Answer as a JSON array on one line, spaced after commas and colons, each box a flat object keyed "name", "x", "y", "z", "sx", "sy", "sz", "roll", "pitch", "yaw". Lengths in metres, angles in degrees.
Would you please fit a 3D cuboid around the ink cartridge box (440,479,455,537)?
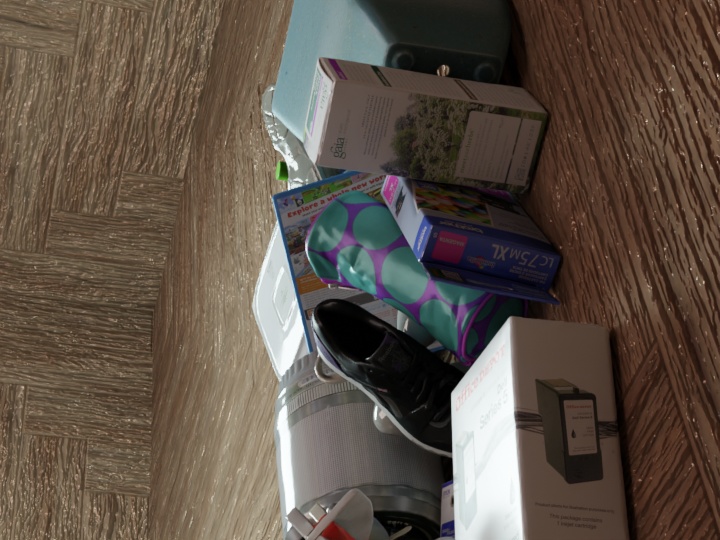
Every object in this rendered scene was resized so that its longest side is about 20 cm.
[{"name": "ink cartridge box", "x": 0.095, "y": 0.278, "z": 1.252, "sx": 0.095, "sy": 0.037, "sz": 0.201, "roll": 135, "pitch": 138, "yaw": -67}]

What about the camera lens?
[{"name": "camera lens", "x": -0.001, "y": 0.191, "z": 1.405, "sx": 0.160, "sy": 0.159, "sz": 0.201, "roll": 114, "pitch": 155, "yaw": -48}]

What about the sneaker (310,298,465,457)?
[{"name": "sneaker", "x": 0.038, "y": 0.094, "z": 1.250, "sx": 0.076, "sy": 0.200, "sz": 0.088, "roll": -56, "pitch": -16, "yaw": -10}]

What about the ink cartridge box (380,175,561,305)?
[{"name": "ink cartridge box", "x": 0.095, "y": -0.034, "z": 1.243, "sx": 0.200, "sy": 0.119, "sz": 0.042, "roll": -111, "pitch": 37, "yaw": -64}]

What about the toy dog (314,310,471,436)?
[{"name": "toy dog", "x": 0.063, "y": 0.061, "z": 1.361, "sx": 0.132, "sy": 0.096, "sz": 0.200, "roll": 30, "pitch": 82, "yaw": 36}]

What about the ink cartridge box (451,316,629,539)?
[{"name": "ink cartridge box", "x": 0.129, "y": 0.155, "z": 1.078, "sx": 0.146, "sy": 0.084, "sz": 0.201, "roll": 119, "pitch": 154, "yaw": -57}]

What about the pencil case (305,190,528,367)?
[{"name": "pencil case", "x": 0.048, "y": 0.008, "z": 1.283, "sx": 0.200, "sy": 0.085, "sz": 0.093, "roll": 30, "pitch": 102, "yaw": 34}]

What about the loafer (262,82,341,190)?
[{"name": "loafer", "x": -0.044, "y": -0.108, "z": 1.549, "sx": 0.072, "sy": 0.063, "sz": 0.201, "roll": -28, "pitch": 78, "yaw": 53}]

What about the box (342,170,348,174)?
[{"name": "box", "x": -0.016, "y": -0.015, "z": 1.592, "sx": 0.200, "sy": 0.041, "sz": 0.157, "roll": 139, "pitch": 129, "yaw": -59}]

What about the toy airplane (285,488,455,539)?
[{"name": "toy airplane", "x": 0.027, "y": 0.253, "z": 1.188, "sx": 0.200, "sy": 0.141, "sz": 0.199, "roll": 57, "pitch": 163, "yaw": 17}]

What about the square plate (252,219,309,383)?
[{"name": "square plate", "x": -0.076, "y": 0.032, "z": 1.638, "sx": 0.198, "sy": 0.028, "sz": 0.200, "roll": -116, "pitch": 36, "yaw": -45}]

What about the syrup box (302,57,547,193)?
[{"name": "syrup box", "x": 0.055, "y": -0.128, "z": 1.287, "sx": 0.081, "sy": 0.199, "sz": 0.079, "roll": -113, "pitch": 33, "yaw": -64}]

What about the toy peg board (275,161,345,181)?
[{"name": "toy peg board", "x": -0.042, "y": -0.168, "z": 1.916, "sx": 0.199, "sy": 0.097, "sz": 0.201, "roll": -119, "pitch": 38, "yaw": -68}]

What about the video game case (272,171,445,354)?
[{"name": "video game case", "x": 0.000, "y": 0.000, "z": 1.474, "sx": 0.018, "sy": 0.143, "sz": 0.201, "roll": 17, "pitch": -122, "yaw": -74}]

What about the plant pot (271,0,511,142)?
[{"name": "plant pot", "x": 0.044, "y": -0.192, "z": 1.417, "sx": 0.200, "sy": 0.195, "sz": 0.197, "roll": -119, "pitch": 39, "yaw": -57}]
